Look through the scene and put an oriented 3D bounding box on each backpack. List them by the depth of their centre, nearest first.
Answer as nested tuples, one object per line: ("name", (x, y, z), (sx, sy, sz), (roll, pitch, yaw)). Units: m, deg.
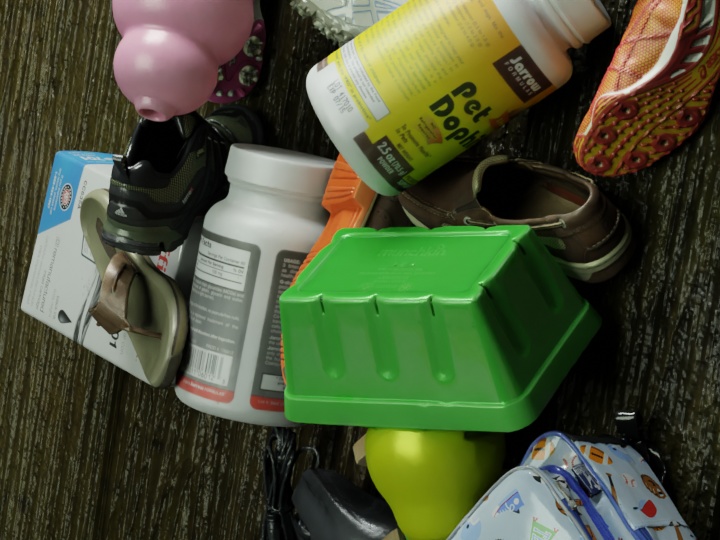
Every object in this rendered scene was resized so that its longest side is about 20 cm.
("backpack", (0.144, 0.219, 1.547), (0.191, 0.154, 0.200), (49, 119, 26))

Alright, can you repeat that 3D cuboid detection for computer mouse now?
("computer mouse", (-0.016, 0.209, 1.768), (0.200, 0.053, 0.139), (22, 122, 43))

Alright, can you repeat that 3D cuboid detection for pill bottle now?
("pill bottle", (0.070, -0.146, 1.646), (0.200, 0.109, 0.109), (-34, 60, 12))
("pill bottle", (-0.070, 0.010, 1.817), (0.116, 0.116, 0.200), (19, 100, 47))

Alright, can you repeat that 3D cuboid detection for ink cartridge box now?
("ink cartridge box", (-0.181, -0.003, 1.965), (0.200, 0.086, 0.147), (25, 105, 47))

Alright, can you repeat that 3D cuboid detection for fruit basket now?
("fruit basket", (0.055, 0.082, 1.626), (0.215, 0.156, 0.216), (19, 133, 21))

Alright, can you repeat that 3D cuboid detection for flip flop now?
("flip flop", (-0.187, 0.014, 1.850), (0.200, 0.058, 0.081), (61, 140, 35))

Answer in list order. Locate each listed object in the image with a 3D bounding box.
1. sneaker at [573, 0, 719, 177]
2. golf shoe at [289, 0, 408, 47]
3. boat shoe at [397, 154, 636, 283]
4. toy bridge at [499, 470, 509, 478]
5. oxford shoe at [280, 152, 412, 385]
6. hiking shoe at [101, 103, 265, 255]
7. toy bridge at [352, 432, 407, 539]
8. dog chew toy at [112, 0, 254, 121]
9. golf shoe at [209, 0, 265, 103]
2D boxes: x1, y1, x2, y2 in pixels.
("sneaker", (0.205, -0.148, 1.577), (0.200, 0.073, 0.077), (-58, 27, 22))
("golf shoe", (0.018, -0.199, 1.788), (0.097, 0.078, 0.200), (-52, 51, 4))
("boat shoe", (0.100, -0.055, 1.651), (0.202, 0.075, 0.075), (15, 61, 41))
("toy bridge", (0.067, 0.072, 1.714), (0.067, 0.027, 0.200), (-28, 66, 43))
("oxford shoe", (0.000, 0.000, 1.741), (0.071, 0.073, 0.200), (8, 76, 63))
("hiking shoe", (-0.129, -0.093, 1.841), (0.076, 0.200, 0.101), (18, 126, 18))
("toy bridge", (0.029, 0.134, 1.729), (0.027, 0.067, 0.200), (-44, 44, 35))
("dog chew toy", (-0.130, -0.206, 1.786), (0.124, 0.124, 0.200), (-6, 63, 47))
("golf shoe", (-0.111, -0.239, 1.917), (0.091, 0.075, 0.200), (27, 103, 54))
